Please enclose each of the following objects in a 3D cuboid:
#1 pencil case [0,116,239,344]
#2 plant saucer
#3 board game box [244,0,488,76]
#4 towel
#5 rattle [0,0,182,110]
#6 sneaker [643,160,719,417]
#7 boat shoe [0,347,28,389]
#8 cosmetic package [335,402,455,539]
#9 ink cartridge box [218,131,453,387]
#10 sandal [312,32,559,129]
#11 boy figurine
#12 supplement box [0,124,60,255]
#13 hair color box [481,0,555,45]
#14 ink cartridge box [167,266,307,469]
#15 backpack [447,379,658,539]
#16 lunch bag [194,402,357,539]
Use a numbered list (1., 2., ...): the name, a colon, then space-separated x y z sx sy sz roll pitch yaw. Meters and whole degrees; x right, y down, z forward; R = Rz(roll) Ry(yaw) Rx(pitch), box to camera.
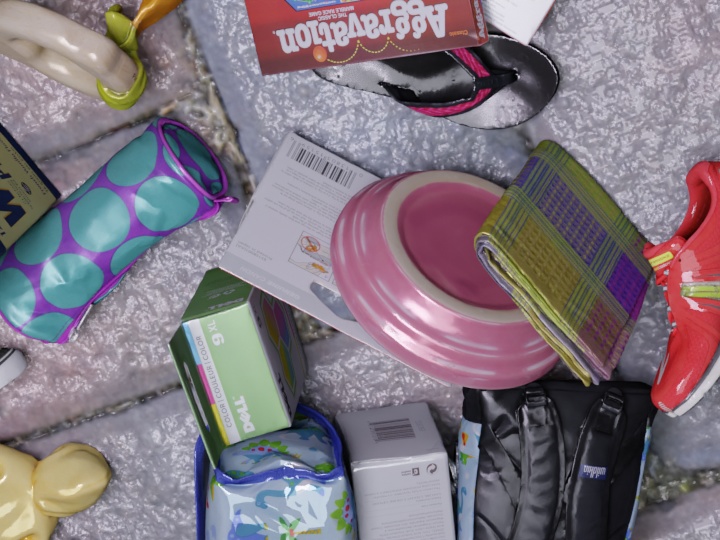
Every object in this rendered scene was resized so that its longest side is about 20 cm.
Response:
1. pencil case: -0.197 -0.028 1.750 0.200 0.085 0.093 -41 82 15
2. plant saucer: 0.077 -0.004 1.667 0.199 0.201 0.051 29 133 -2
3. board game box: -0.002 -0.209 1.673 0.199 0.019 0.104 -5 106 33
4. towel: 0.155 -0.011 1.661 0.023 0.200 0.144 -37 100 32
5. rattle: -0.241 -0.217 1.716 0.199 0.130 0.144 23 96 27
6. sneaker: 0.250 0.011 1.695 0.084 0.077 0.202 21 81 -16
7. boat shoe: -0.368 0.094 1.808 0.198 0.071 0.064 -21 103 13
8. cosmetic package: 0.033 0.220 1.763 0.080 0.113 0.202 -6 107 -5
9. ink cartridge box: 0.000 0.000 1.690 0.199 0.174 0.044 27 134 -2
10. sandal: 0.054 -0.152 1.710 0.198 0.045 0.076 11 106 3
11. boy figurine: -0.300 0.189 1.830 0.199 0.064 0.125 -23 101 11
12. supplement box: -0.365 -0.025 1.709 0.200 0.200 0.134 -39 98 14
13. hair color box: 0.132 -0.285 1.658 0.110 0.064 0.201 31 107 -1
14. ink cartridge box: -0.090 0.065 1.702 0.059 0.200 0.105 -16 103 9
15. backpack: 0.143 0.186 1.744 0.161 0.154 0.202 1 88 -14
16. lunch bag: -0.067 0.203 1.737 0.126 0.200 0.172 -1 104 -2
